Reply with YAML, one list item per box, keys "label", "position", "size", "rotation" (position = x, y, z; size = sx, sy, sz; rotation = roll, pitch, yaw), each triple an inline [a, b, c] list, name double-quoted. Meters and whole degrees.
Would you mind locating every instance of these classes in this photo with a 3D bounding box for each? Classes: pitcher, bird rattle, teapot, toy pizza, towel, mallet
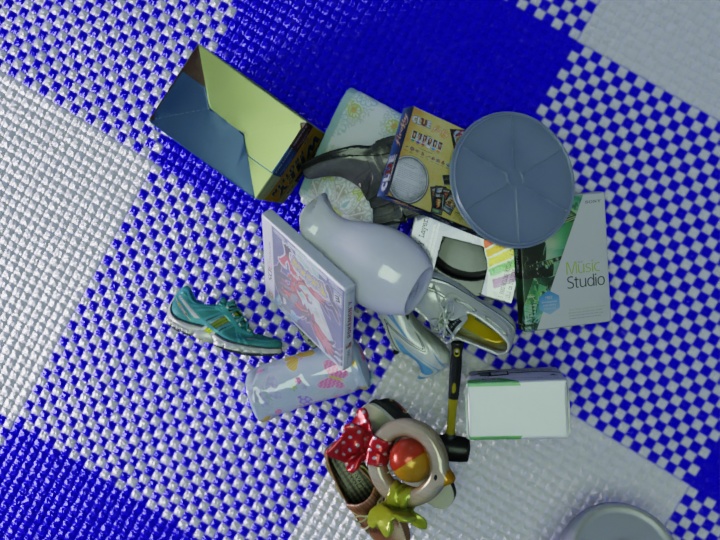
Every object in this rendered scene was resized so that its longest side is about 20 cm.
- label: "pitcher"
  position: [0.000, 0.000, 1.433]
  size: [0.199, 0.121, 0.172]
  rotation: [30, 136, 19]
- label: "bird rattle"
  position: [0.056, 0.288, 1.443]
  size: [0.163, 0.112, 0.201]
  rotation: [-34, 66, 21]
- label: "teapot"
  position: [0.382, 0.455, 1.452]
  size: [0.196, 0.146, 0.200]
  rotation: [-27, 62, -21]
- label: "toy pizza"
  position: [0.219, -0.131, 1.404]
  size: [0.199, 0.032, 0.202]
  rotation: [2, 83, -16]
- label: "towel"
  position: [0.011, -0.157, 1.500]
  size: [0.170, 0.048, 0.201]
  rotation: [30, 107, 12]
- label: "mallet"
  position: [0.153, 0.207, 1.497]
  size: [0.065, 0.041, 0.202]
  rotation: [12, 108, 5]

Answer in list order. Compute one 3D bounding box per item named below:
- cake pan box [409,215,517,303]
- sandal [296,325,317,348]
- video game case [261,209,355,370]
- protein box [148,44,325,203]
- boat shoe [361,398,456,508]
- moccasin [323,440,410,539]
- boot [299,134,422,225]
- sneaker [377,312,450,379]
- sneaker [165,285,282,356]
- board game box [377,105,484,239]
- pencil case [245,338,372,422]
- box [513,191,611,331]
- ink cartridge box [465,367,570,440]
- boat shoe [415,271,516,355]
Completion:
- label: "cake pan box"
  position: [0.170, -0.059, 1.502]
  size: [0.183, 0.052, 0.202]
  rotation: [16, 93, 8]
- label: "sandal"
  position: [-0.064, 0.026, 1.534]
  size: [0.075, 0.048, 0.202]
  rotation: [7, 93, 7]
- label: "video game case"
  position: [-0.080, 0.030, 1.450]
  size: [0.023, 0.183, 0.200]
  rotation: [-31, 54, -28]
- label: "protein box"
  position: [-0.177, -0.214, 1.462]
  size: [0.198, 0.200, 0.135]
  rotation: [36, 96, 4]
- label: "boat shoe"
  position: [0.082, 0.278, 1.495]
  size: [0.201, 0.063, 0.074]
  rotation: [47, 121, 20]
- label: "moccasin"
  position: [0.010, 0.359, 1.521]
  size: [0.073, 0.078, 0.202]
  rotation: [-29, 89, 10]
- label: "boot"
  position: [0.009, -0.124, 1.448]
  size: [0.199, 0.070, 0.133]
  rotation: [-10, 100, 25]
- label: "sneaker"
  position: [0.057, 0.084, 1.512]
  size: [0.072, 0.072, 0.200]
  rotation: [-41, 83, 15]
- label: "sneaker"
  position: [-0.215, 0.085, 1.545]
  size: [0.199, 0.078, 0.080]
  rotation: [21, 86, 6]
- label: "board game box"
  position: [0.133, -0.139, 1.409]
  size: [0.199, 0.035, 0.137]
  rotation: [20, 83, -25]
- label: "pencil case"
  position: [-0.083, 0.175, 1.525]
  size: [0.199, 0.083, 0.091]
  rotation: [-20, 108, 8]
- label: "box"
  position: [0.305, -0.015, 1.465]
  size: [0.143, 0.036, 0.202]
  rotation: [-6, 95, -13]
- label: "ink cartridge box"
  position: [0.229, 0.194, 1.429]
  size: [0.145, 0.200, 0.085]
  rotation: [-3, 89, 7]
- label: "boat shoe"
  position: [0.139, 0.074, 1.455]
  size: [0.201, 0.086, 0.075]
  rotation: [29, 121, -4]
